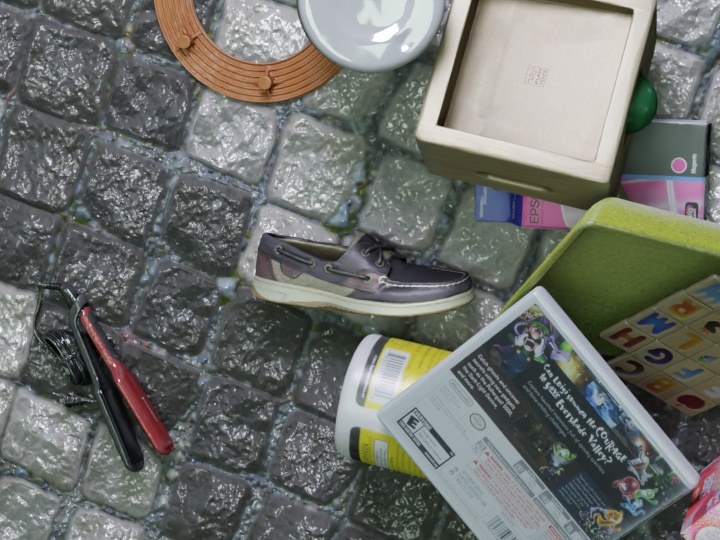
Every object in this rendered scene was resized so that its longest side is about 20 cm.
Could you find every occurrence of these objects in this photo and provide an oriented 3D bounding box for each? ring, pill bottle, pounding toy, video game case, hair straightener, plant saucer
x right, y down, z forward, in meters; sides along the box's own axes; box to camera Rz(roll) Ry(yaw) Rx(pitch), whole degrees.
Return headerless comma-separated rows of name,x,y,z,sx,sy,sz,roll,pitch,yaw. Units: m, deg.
ring,-0.088,-0.246,1.644,0.200,0.019,0.201,2,99,15
pill bottle,0.087,0.129,1.604,0.200,0.111,0.112,14,102,13
pounding toy,0.162,-0.123,1.517,0.200,0.142,0.184,14,80,11
pill bottle,0.005,-0.218,1.520,0.114,0.200,0.115,0,97,-3
video game case,0.140,0.140,1.514,0.182,0.023,0.200,-39,90,27
hair straightener,-0.252,0.098,1.727,0.077,0.041,0.200,-32,89,17
plant saucer,0.232,0.008,1.506,0.199,0.200,0.048,13,62,-13

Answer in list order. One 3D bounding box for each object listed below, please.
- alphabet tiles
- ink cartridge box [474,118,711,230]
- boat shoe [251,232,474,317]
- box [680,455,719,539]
alphabet tiles,0.298,0.065,1.515,0.166,0.006,0.200,29,144,-23
ink cartridge box,0.192,-0.081,1.587,0.200,0.037,0.095,3,98,16
boat shoe,0.000,0.000,1.631,0.200,0.072,0.065,4,104,20
box,0.330,0.192,1.502,0.095,0.200,0.103,-43,86,17
